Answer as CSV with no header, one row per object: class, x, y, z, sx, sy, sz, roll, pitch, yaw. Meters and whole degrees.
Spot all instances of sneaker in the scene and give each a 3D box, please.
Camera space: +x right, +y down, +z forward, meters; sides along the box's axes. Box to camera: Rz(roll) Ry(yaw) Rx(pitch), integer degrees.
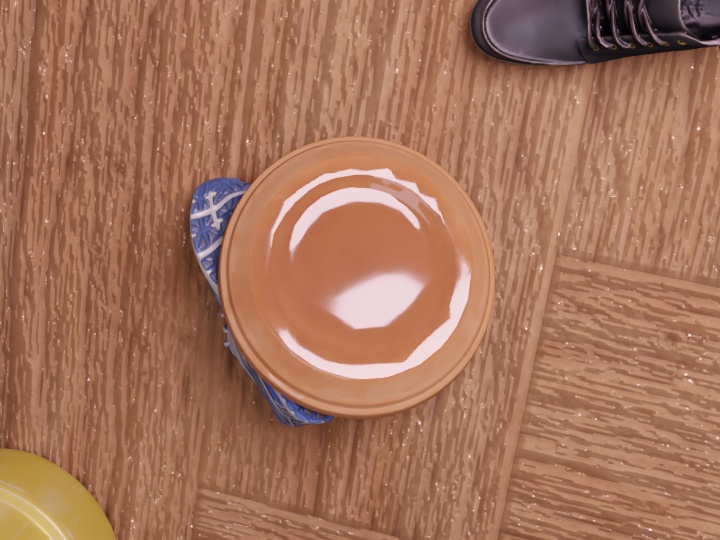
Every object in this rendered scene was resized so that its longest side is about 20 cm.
sneaker,-0.079,0.029,0.861,0.202,0.076,0.085,65,151,12
sneaker,0.164,-0.171,0.744,0.197,0.106,0.076,-6,103,13

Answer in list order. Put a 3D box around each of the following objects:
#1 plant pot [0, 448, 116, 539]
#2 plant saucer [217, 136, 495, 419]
plant pot,-0.314,0.269,0.915,0.198,0.189,0.204,3,104,11
plant saucer,0.000,0.000,0.807,0.197,0.037,0.203,2,78,-7
